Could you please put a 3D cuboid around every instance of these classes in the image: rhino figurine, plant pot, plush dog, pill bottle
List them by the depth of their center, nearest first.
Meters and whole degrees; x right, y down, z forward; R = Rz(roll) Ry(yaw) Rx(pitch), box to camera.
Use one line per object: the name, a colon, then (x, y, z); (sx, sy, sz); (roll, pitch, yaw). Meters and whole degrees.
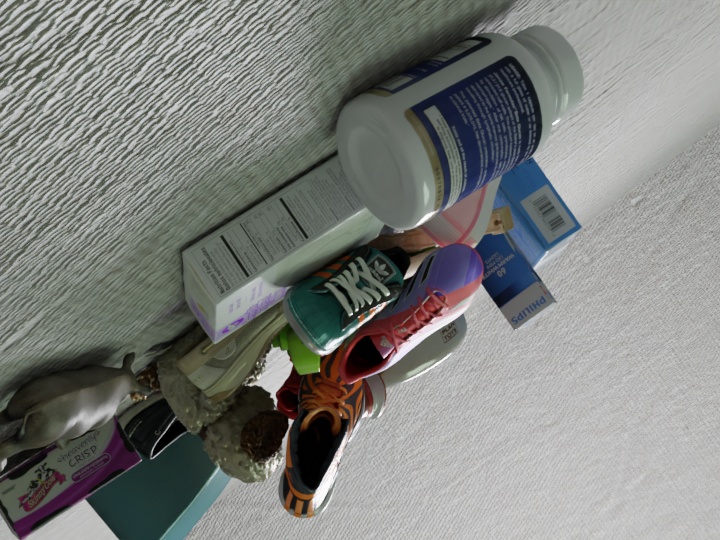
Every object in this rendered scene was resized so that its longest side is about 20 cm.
pill bottle: (0.087, -0.124, 0.863); (0.198, 0.112, 0.111); (-31, 169, -26)
rhino figurine: (-0.256, 0.120, 0.970); (0.087, 0.060, 0.199); (-37, 172, 21)
plush dog: (-0.146, 0.152, 1.157); (0.159, 0.173, 0.200); (-32, 170, -17)
plant pot: (-0.247, 0.257, 1.420); (0.200, 0.141, 0.141); (-47, 169, 6)

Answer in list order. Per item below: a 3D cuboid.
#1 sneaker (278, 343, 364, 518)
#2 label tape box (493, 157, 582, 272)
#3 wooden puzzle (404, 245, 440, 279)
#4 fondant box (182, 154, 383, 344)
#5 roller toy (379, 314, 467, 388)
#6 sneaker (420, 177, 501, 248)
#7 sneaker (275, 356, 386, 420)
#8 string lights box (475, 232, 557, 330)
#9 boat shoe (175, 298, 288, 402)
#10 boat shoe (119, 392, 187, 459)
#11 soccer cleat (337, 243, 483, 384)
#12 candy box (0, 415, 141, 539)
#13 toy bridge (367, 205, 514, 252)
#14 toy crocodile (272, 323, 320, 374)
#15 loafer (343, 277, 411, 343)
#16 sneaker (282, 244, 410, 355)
sneaker: (-0.032, 0.149, 1.104); (0.113, 0.076, 0.203); (105, -4, -57)
label tape box: (0.214, -0.072, 1.445); (0.066, 0.144, 0.200); (-33, 170, -9)
wooden puzzle: (0.000, 0.000, 1.223); (0.197, 0.038, 0.184); (-13, -175, 35)
fondant box: (-0.065, -0.025, 0.964); (0.198, 0.059, 0.144); (-33, 170, -16)
roller toy: (0.040, 0.069, 1.368); (0.180, 0.142, 0.200); (-26, -170, 1)
sneaker: (0.090, -0.107, 1.114); (0.075, 0.104, 0.202); (-46, -164, 37)
sneaker: (-0.065, 0.102, 1.241); (0.114, 0.200, 0.079); (-8, 128, -40)
string lights box: (0.161, -0.024, 1.318); (0.059, 0.201, 0.103); (-36, 171, 11)
boat shoe: (-0.105, 0.033, 1.049); (0.201, 0.065, 0.072); (-53, -163, -22)
boat shoe: (-0.202, 0.168, 1.316); (0.198, 0.066, 0.075); (-26, 146, -36)
soccer cleat: (0.049, 0.048, 1.068); (0.200, 0.067, 0.077); (-42, -176, 38)
candy box: (-0.310, 0.210, 1.092); (0.135, 0.062, 0.200); (-32, 180, -24)
toy bridge: (0.068, -0.039, 1.182); (0.197, 0.028, 0.067); (-9, -172, 29)
toy crocodile: (-0.061, 0.072, 1.143); (0.066, 0.063, 0.200); (-9, 180, -9)
loafer: (0.043, 0.047, 1.222); (0.198, 0.074, 0.070); (-16, -174, -41)
sneaker: (-0.008, 0.015, 0.993); (0.080, 0.072, 0.200); (-39, 179, 22)
